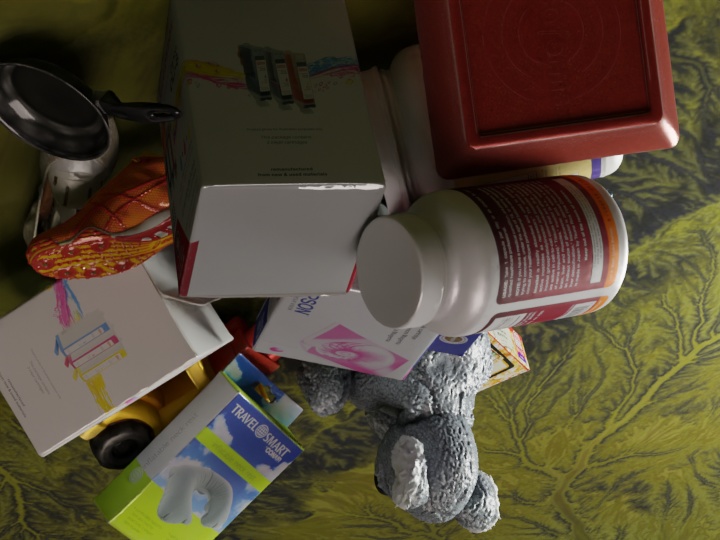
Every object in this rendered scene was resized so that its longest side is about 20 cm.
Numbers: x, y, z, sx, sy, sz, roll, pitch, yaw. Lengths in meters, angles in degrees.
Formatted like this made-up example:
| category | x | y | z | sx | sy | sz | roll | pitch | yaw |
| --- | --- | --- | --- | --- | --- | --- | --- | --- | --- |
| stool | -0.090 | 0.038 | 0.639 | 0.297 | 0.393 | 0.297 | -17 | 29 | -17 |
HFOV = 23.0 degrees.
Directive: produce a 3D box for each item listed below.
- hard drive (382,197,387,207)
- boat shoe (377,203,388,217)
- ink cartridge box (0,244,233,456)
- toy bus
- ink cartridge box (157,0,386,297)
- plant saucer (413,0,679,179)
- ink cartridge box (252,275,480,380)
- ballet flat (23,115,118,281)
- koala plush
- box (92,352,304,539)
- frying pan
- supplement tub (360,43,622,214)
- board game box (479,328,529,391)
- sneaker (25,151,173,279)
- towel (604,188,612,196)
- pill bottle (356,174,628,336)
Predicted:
| category | x | y | z | sx | sy | sz | roll | pitch | yaw |
| --- | --- | --- | --- | --- | --- | --- | --- | --- | --- |
| hard drive | 0.006 | -0.053 | 1.641 | 0.134 | 0.043 | 0.200 | -14 | 148 | 0 |
| boat shoe | 0.000 | 0.000 | 1.619 | 0.070 | 0.070 | 0.201 | 1 | 136 | 0 |
| ink cartridge box | -0.219 | 0.054 | 1.589 | 0.199 | 0.126 | 0.129 | -32 | 180 | 11 |
| toy bus | -0.176 | 0.107 | 1.753 | 0.192 | 0.136 | 0.200 | -42 | 137 | 17 |
| ink cartridge box | -0.077 | -0.102 | 1.396 | 0.143 | 0.201 | 0.146 | -1 | 145 | -14 |
| plant saucer | 0.146 | -0.182 | 1.369 | 0.198 | 0.201 | 0.037 | -8 | -176 | -8 |
| ink cartridge box | 0.019 | 0.043 | 1.535 | 0.198 | 0.044 | 0.196 | 12 | 157 | -8 |
| ballet flat | -0.245 | -0.063 | 1.519 | 0.067 | 0.063 | 0.200 | 1 | 144 | -19 |
| koala plush | 0.062 | 0.158 | 1.748 | 0.183 | 0.201 | 0.177 | -31 | 141 | 24 |
| box | -0.148 | 0.189 | 1.720 | 0.200 | 0.048 | 0.122 | -45 | 133 | -1 |
| frying pan | -0.225 | -0.138 | 1.382 | 0.115 | 0.031 | 0.189 | 39 | 146 | -24 |
| supplement tub | 0.106 | -0.128 | 1.468 | 0.198 | 0.146 | 0.146 | -14 | 147 | 1 |
| board game box | 0.068 | 0.079 | 1.858 | 0.151 | 0.047 | 0.200 | -25 | 145 | 17 |
| sneaker | -0.190 | -0.052 | 1.488 | 0.199 | 0.077 | 0.073 | -25 | 155 | -14 |
| towel | 0.100 | -0.027 | 1.515 | 0.199 | 0.022 | 0.147 | -9 | 166 | -24 |
| pill bottle | 0.101 | -0.011 | 1.371 | 0.199 | 0.113 | 0.113 | -8 | 150 | -35 |
